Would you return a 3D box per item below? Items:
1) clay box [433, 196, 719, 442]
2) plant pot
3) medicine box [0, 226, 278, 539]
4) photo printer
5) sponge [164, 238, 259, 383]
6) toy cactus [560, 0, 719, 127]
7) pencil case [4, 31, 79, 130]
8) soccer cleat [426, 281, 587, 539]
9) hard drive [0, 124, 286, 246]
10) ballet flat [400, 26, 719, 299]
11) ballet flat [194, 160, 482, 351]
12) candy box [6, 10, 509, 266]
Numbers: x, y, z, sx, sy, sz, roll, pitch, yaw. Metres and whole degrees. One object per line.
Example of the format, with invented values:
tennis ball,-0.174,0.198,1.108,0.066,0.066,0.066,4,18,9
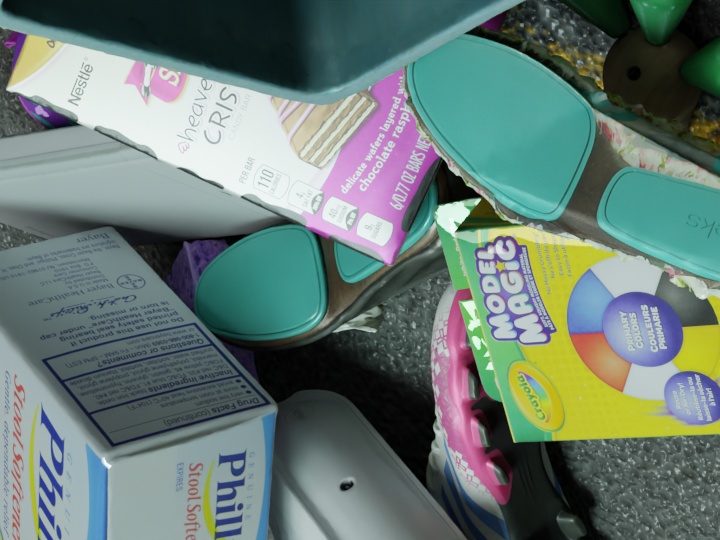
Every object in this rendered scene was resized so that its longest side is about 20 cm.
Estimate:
clay box,0.128,0.018,1.242,0.199,0.048,0.116,-5,115,28
plant pot,-0.033,-0.208,1.087,0.196,0.195,0.202,-26,63,43
medicine box,-0.135,0.108,1.424,0.200,0.102,0.183,44,138,47
photo printer,0.012,0.165,1.433,0.200,0.069,0.167,46,159,54
sponge,-0.103,0.080,1.516,0.200,0.030,0.112,122,141,-53
toy cactus,0.128,-0.104,1.169,0.199,0.102,0.166,24,143,20
pencil case,-0.111,-0.148,1.366,0.092,0.085,0.200,35,139,-3
soccer cleat,0.059,0.090,1.383,0.086,0.070,0.201,11,123,47
hard drive,-0.128,-0.045,1.438,0.199,0.131,0.026,-6,70,46
ballet flat,0.107,-0.040,1.160,0.199,0.064,0.076,32,99,17
ballet flat,0.000,0.000,1.371,0.199,0.068,0.069,-22,65,45
candy box,-0.045,-0.108,1.247,0.199,0.061,0.137,24,109,0
